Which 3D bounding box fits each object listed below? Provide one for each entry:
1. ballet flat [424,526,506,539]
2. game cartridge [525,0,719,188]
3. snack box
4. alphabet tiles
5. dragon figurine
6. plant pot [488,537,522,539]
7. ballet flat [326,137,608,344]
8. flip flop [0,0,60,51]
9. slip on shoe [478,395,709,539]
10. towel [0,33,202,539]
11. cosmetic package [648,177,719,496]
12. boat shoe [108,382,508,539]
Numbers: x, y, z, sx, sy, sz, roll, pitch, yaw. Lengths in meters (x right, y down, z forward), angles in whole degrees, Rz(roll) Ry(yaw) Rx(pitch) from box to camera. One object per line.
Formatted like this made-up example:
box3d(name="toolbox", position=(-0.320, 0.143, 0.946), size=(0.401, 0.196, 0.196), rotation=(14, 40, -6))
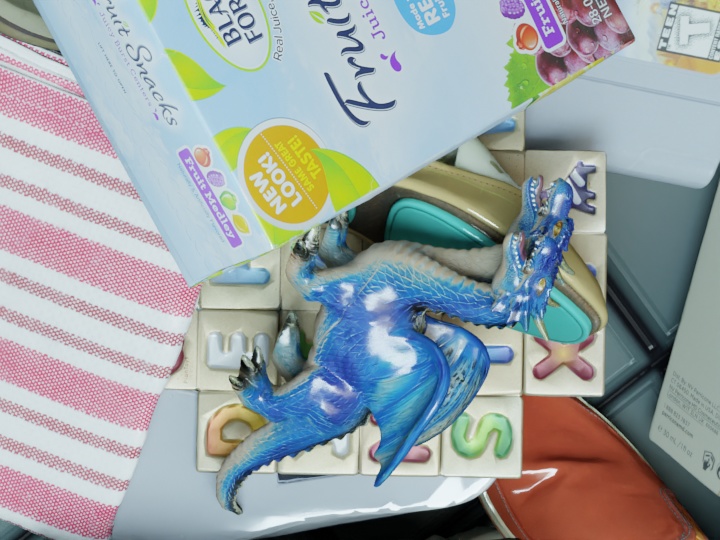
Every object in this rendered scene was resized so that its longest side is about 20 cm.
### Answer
box3d(name="ballet flat", position=(0.072, 0.149, 1.246), size=(0.200, 0.069, 0.070), rotation=(21, 104, -26))
box3d(name="game cartridge", position=(0.110, -0.138, 1.155), size=(0.133, 0.042, 0.200), rotation=(8, 108, -23))
box3d(name="snack box", position=(-0.016, -0.113, 1.033), size=(0.200, 0.068, 0.169), rotation=(-32, 95, -34))
box3d(name="alphabet tiles", position=(0.000, 0.000, 1.135), size=(0.200, 0.006, 0.167), rotation=(1, 88, 2))
box3d(name="dragon figurine", position=(0.010, 0.041, 1.065), size=(0.099, 0.059, 0.200), rotation=(31, 114, 10))
box3d(name="plant pot", position=(-0.019, 0.195, 1.108), size=(0.198, 0.200, 0.201), rotation=(-9, 113, -8))
box3d(name="ballet flat", position=(0.014, -0.038, 1.104), size=(0.200, 0.069, 0.063), rotation=(24, 65, 1))
box3d(name="flip flop", position=(-0.065, -0.124, 1.077), size=(0.200, 0.081, 0.058), rotation=(6, 151, -22))
box3d(name="slip on shoe", position=(0.118, 0.120, 1.200), size=(0.074, 0.061, 0.200), rotation=(-34, 78, -21))
box3d(name="towel", position=(-0.137, 0.006, 1.107), size=(0.146, 0.030, 0.200), rotation=(23, 113, 3))
box3d(name="cosmetic package", position=(0.206, -0.002, 1.204), size=(0.103, 0.073, 0.200), rotation=(1, 113, -29))
box3d(name="boat shoe", position=(-0.038, 0.076, 1.173), size=(0.200, 0.070, 0.071), rotation=(-7, 87, 2))
